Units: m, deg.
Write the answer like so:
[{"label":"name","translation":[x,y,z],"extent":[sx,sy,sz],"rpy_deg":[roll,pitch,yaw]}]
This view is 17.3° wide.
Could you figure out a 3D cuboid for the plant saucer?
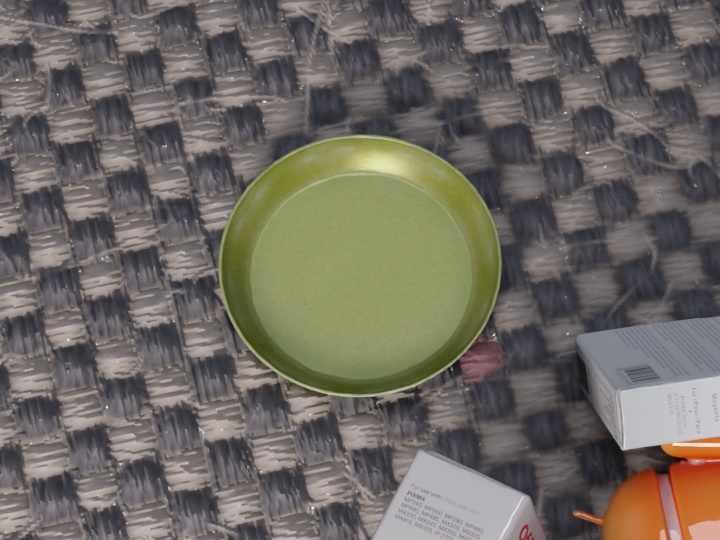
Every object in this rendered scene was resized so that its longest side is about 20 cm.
[{"label":"plant saucer","translation":[0.000,0.000,1.672],"extent":[0.199,0.031,0.200],"rpy_deg":[-1,67,2]}]

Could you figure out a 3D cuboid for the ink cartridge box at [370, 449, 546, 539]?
[{"label":"ink cartridge box","translation":[0.041,0.237,1.504],"extent":[0.084,0.145,0.200],"rpy_deg":[21,69,22]}]

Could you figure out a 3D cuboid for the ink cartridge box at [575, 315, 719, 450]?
[{"label":"ink cartridge box","translation":[0.240,0.065,1.551],"extent":[0.173,0.200,0.044],"rpy_deg":[-7,98,-1]}]

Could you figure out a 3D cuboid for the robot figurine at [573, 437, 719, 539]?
[{"label":"robot figurine","translation":[0.243,0.173,1.538],"extent":[0.200,0.144,0.117],"rpy_deg":[-12,49,6]}]
